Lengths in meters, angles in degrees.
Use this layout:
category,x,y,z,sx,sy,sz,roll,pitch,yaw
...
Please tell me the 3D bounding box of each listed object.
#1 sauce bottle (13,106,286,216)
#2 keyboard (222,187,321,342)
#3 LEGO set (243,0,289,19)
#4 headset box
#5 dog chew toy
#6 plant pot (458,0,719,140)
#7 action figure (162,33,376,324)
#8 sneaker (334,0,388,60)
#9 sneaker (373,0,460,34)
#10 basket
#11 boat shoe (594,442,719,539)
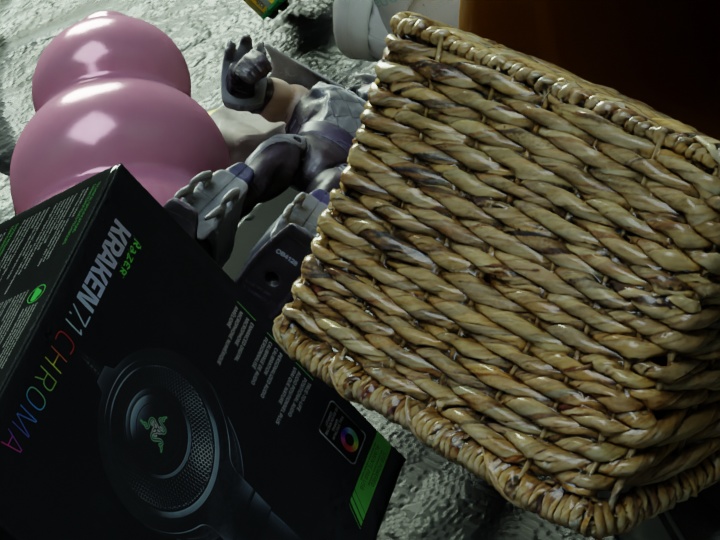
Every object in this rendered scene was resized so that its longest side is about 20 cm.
category,x,y,z,sx,sy,sz,roll,pitch,yaw
sauce bottle,-0.079,-0.047,1.266,0.198,0.066,0.066,-14,37,17
keyboard,0.000,0.000,1.122,0.126,0.021,0.200,18,30,13
LEGO set,-0.031,-0.246,1.362,0.200,0.116,0.154,-47,1,32
headset box,-0.088,0.095,0.983,0.092,0.200,0.175,-22,31,38
dog chew toy,-0.113,-0.034,1.181,0.124,0.125,0.201,-17,62,16
plant pot,0.173,-0.118,1.085,0.199,0.202,0.183,3,30,37
action figure,-0.020,-0.045,1.099,0.129,0.070,0.200,25,34,9
sneaker,0.070,-0.174,1.315,0.088,0.076,0.201,17,55,26
sneaker,0.075,-0.182,1.145,0.075,0.088,0.201,1,52,57
basket,0.089,0.007,0.961,0.199,0.142,0.150,27,99,43
boat shoe,0.120,0.076,0.971,0.063,0.071,0.201,-28,42,2
